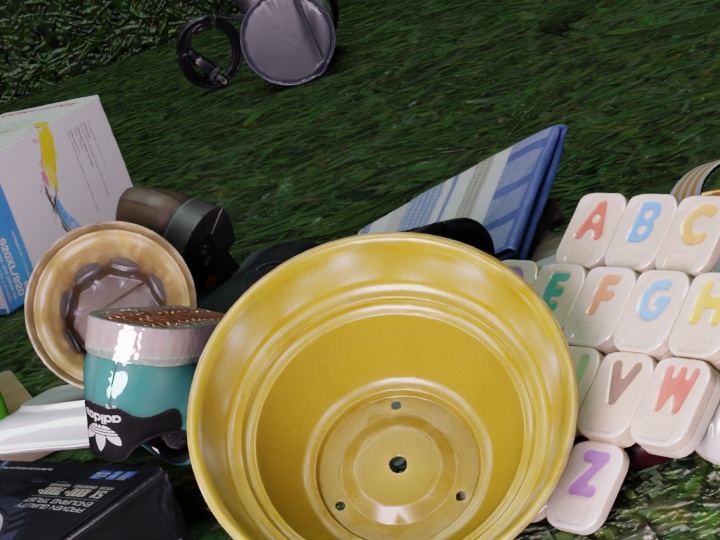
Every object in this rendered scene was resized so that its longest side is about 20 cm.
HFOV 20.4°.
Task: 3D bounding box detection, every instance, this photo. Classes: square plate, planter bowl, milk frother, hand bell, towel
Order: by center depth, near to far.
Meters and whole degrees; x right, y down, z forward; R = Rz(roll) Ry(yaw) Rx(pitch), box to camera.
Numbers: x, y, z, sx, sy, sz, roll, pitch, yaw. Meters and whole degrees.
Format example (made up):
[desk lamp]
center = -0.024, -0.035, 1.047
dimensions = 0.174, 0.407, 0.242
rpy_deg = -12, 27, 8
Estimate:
[planter bowl]
center = 0.015, 0.086, 1.040
dimensions = 0.199, 0.084, 0.202
rpy_deg = -4, 60, 7
[square plate]
center = -0.129, 0.083, 1.258
dimensions = 0.197, 0.029, 0.200
rpy_deg = -8, 2, 1
[hand bell]
center = -0.152, 0.041, 1.295
dimensions = 0.104, 0.105, 0.200
rpy_deg = -21, -10, -6
[towel]
center = 0.052, -0.014, 1.362
dimensions = 0.199, 0.024, 0.147
rpy_deg = -28, 27, 38
[milk frother]
center = -0.133, -0.285, 2.508
dimensions = 0.201, 0.180, 0.188
rpy_deg = -61, 7, 15

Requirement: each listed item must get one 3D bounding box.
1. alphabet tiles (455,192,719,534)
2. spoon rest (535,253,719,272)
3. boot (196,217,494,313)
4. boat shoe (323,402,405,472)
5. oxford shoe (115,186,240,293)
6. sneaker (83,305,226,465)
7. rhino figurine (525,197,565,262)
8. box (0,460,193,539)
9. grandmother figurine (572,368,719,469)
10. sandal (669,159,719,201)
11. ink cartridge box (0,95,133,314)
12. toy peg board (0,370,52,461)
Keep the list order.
[alphabet tiles]
center = 0.120, 0.043, 1.062
dimensions = 0.199, 0.015, 0.196
rpy_deg = 4, 63, 54
[spoon rest]
center = 0.155, 0.015, 1.207
dimensions = 0.199, 0.100, 0.061
rpy_deg = -23, 53, -36
[boot]
center = 0.000, 0.000, 1.295
dimensions = 0.199, 0.066, 0.165
rpy_deg = -21, 9, 35
[boat shoe]
center = 0.016, 0.071, 1.183
dimensions = 0.068, 0.075, 0.200
rpy_deg = -23, 14, 9
[oxford shoe]
center = -0.129, 0.007, 1.379
dimensions = 0.084, 0.201, 0.073
rpy_deg = 24, 56, 19
[sneaker]
center = -0.092, 0.064, 1.105
dimensions = 0.071, 0.080, 0.200
rpy_deg = 12, 4, 28
[rhino figurine]
center = 0.109, -0.004, 1.351
dimensions = 0.087, 0.060, 0.200
rpy_deg = -38, 18, -20
[box]
center = -0.206, 0.177, 1.070
dimensions = 0.199, 0.087, 0.164
rpy_deg = -3, 23, 45
[grandmother figurine]
center = 0.152, 0.070, 1.068
dimensions = 0.122, 0.061, 0.200
rpy_deg = -54, 30, -15
[sandal]
center = 0.260, -0.047, 1.313
dimensions = 0.079, 0.060, 0.207
rpy_deg = -23, 16, -15
[ink cartridge box]
center = -0.336, -0.061, 1.920
dimensions = 0.147, 0.145, 0.200
rpy_deg = -5, 21, 41
[toy peg board]
center = -0.344, 0.104, 1.464
dimensions = 0.199, 0.098, 0.199
rpy_deg = -23, 16, -14
